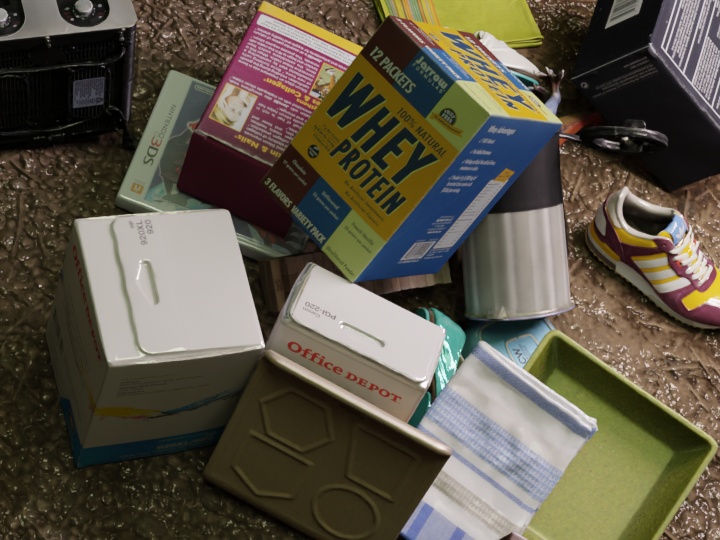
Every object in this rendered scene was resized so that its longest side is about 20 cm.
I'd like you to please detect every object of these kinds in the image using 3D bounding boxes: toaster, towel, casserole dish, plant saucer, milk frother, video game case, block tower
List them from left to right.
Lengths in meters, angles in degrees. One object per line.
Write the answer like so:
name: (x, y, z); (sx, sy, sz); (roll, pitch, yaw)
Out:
toaster: (-0.317, -0.211, 1.584); (0.179, 0.200, 0.119); (-9, 59, -15)
video game case: (-0.136, -0.106, 1.674); (0.199, 0.023, 0.183); (21, 55, -6)
block tower: (0.000, 0.000, 1.625); (0.199, 0.054, 0.058); (-12, 95, -24)
towel: (0.117, -0.297, 1.889); (0.199, 0.018, 0.087); (-7, 62, -23)
towel: (0.115, 0.184, 1.506); (0.147, 0.024, 0.201); (37, 86, -7)
casserole dish: (0.178, 0.117, 1.636); (0.120, 0.039, 0.201); (-17, 65, -28)
milk frother: (0.205, -0.055, 1.623); (0.180, 0.199, 0.190); (-14, 102, -44)
plant saucer: (0.210, 0.195, 1.553); (0.199, 0.048, 0.201); (35, 85, 4)

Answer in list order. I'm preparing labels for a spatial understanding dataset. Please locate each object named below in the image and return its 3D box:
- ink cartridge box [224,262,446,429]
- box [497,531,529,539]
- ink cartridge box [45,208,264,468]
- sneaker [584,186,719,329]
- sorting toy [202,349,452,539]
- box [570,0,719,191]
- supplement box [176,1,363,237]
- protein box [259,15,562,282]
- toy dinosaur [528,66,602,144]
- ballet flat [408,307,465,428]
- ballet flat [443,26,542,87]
ink cartridge box: (-0.028, 0.110, 1.461); (0.145, 0.201, 0.085); (26, 43, -2)
box: (0.108, 0.341, 1.410); (0.075, 0.100, 0.201); (32, 62, -4)
ink cartridge box: (-0.190, 0.061, 1.439); (0.144, 0.200, 0.148); (-6, 62, -23)
sneaker: (0.344, -0.012, 1.744); (0.199, 0.090, 0.075); (31, 54, 2)
sorting toy: (-0.032, 0.169, 1.429); (0.184, 0.201, 0.037); (28, 43, 0)
box: (0.362, -0.237, 1.833); (0.198, 0.123, 0.201); (43, 50, -25)
supplement box: (-0.088, -0.157, 1.645); (0.130, 0.103, 0.201); (25, 54, -3)
protein box: (0.051, -0.110, 1.492); (0.135, 0.200, 0.198); (46, 20, 17)
toy dinosaur: (0.189, -0.131, 1.771); (0.199, 0.105, 0.183); (20, 72, -20)
ballet flat: (0.075, 0.131, 1.576); (0.070, 0.067, 0.201); (24, 55, -22)
ballet flat: (0.115, -0.245, 1.820); (0.198, 0.070, 0.070); (2, 58, -15)
